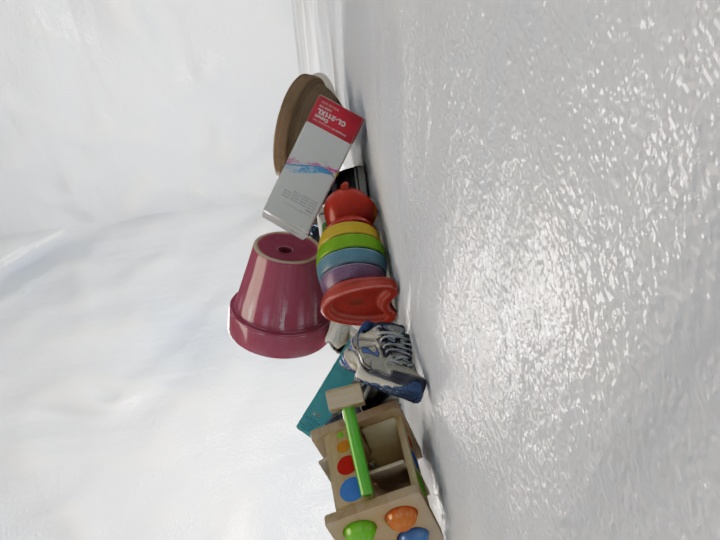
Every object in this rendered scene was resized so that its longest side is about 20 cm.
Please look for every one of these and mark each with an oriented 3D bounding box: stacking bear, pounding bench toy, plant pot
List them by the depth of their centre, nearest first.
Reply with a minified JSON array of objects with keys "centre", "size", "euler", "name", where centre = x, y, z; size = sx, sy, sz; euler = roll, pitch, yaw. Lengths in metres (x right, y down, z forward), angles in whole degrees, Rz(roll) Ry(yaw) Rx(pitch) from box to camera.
[{"centre":[0.011,0.257,0.989],"size":[0.157,0.123,0.201],"euler":[-104,-8,-48],"name":"pounding bench toy"},{"centre":[-0.011,-0.033,1.175],"size":[0.122,0.112,0.202],"euler":[90,175,-60],"name":"stacking bear"},{"centre":[-0.076,-0.243,1.420],"size":[0.201,0.092,0.203],"euler":[14,-90,-75],"name":"plant pot"},{"centre":[-0.142,0.036,1.467],"size":[0.201,0.197,0.181],"euler":[-107,23,-60],"name":"plant pot"}]

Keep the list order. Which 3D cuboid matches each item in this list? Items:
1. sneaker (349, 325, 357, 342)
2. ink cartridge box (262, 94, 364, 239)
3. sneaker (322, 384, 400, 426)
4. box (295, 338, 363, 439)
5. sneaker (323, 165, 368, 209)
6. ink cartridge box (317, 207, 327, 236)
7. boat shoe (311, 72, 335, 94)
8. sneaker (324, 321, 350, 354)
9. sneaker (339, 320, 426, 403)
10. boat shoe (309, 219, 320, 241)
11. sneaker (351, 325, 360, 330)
[{"centre":[0.021,0.109,1.235],"size":[0.200,0.071,0.073],"euler":[-120,29,-70],"name":"sneaker"},{"centre":[-0.080,-0.160,1.269],"size":[0.202,0.082,0.146],"euler":[-64,7,-5],"name":"ink cartridge box"},{"centre":[0.029,0.236,1.345],"size":[0.077,0.146,0.202],"euler":[50,-152,16],"name":"sneaker"},{"centre":[-0.035,0.210,1.403],"size":[0.201,0.049,0.082],"euler":[-58,-20,-13],"name":"box"},{"centre":[-0.032,-0.136,1.386],"size":[0.200,0.078,0.080],"euler":[175,87,-84],"name":"sneaker"},{"centre":[-0.028,-0.039,1.464],"size":[0.200,0.082,0.148],"euler":[-113,15,-70],"name":"ink cartridge box"},{"centre":[-0.075,-0.322,1.706],"size":[0.069,0.071,0.202],"euler":[-127,21,-81],"name":"boat shoe"},{"centre":[-0.023,0.124,1.488],"size":[0.082,0.074,0.200],"euler":[-67,-20,-12],"name":"sneaker"},{"centre":[0.032,0.109,1.029],"size":[0.086,0.076,0.200],"euler":[-67,24,-1],"name":"sneaker"},{"centre":[-0.099,-0.093,1.641],"size":[0.085,0.068,0.201],"euler":[-93,21,-45],"name":"boat shoe"},{"centre":[0.000,0.000,1.249],"size":[0.201,0.072,0.113],"euler":[-103,5,-56],"name":"sneaker"}]
